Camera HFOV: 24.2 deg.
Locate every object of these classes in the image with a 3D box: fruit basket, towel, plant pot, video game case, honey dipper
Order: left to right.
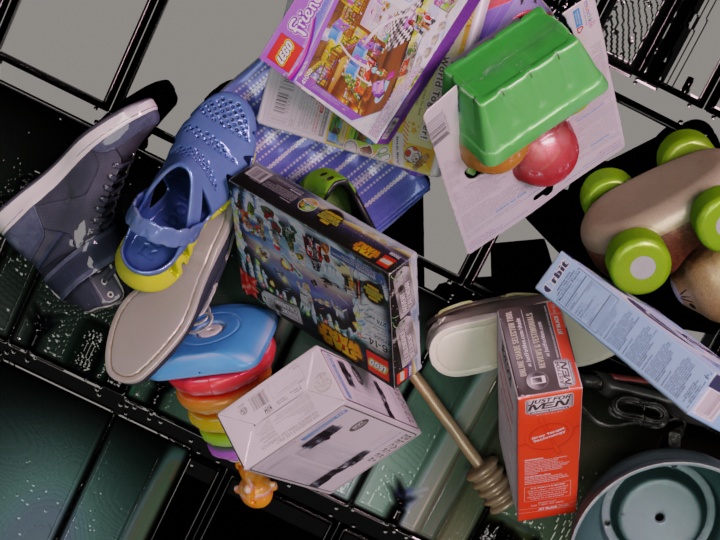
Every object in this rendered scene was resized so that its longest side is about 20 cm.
[{"bbox_3d":[-0.047,-0.108,1.572,0.145,0.024,0.200,-39,99,11],"label":"towel"},{"bbox_3d":[0.014,-0.204,1.505,0.181,0.023,0.201,18,98,18],"label":"video game case"},{"bbox_3d":[0.087,0.146,1.626,0.038,0.038,0.201,-33,97,11],"label":"honey dipper"},{"bbox_3d":[0.145,-0.127,1.479,0.185,0.200,0.094,-35,57,-8],"label":"fruit basket"},{"bbox_3d":[0.290,0.252,1.590,0.199,0.134,0.202,1,105,2],"label":"plant pot"}]

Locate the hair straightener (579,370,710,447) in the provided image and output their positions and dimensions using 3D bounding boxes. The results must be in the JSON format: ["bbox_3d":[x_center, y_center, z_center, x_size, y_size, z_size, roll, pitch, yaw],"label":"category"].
[{"bbox_3d":[0.286,0.126,1.574,0.199,0.077,0.041,13,125,-9],"label":"hair straightener"}]

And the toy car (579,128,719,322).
[{"bbox_3d":[0.304,0.002,1.522,0.157,0.165,0.201,-27,114,9],"label":"toy car"}]

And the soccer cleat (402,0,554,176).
[{"bbox_3d":[0.101,-0.167,1.514,0.067,0.076,0.201,20,105,-47],"label":"soccer cleat"}]

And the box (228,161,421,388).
[{"bbox_3d":[-0.032,0.003,1.498,0.200,0.040,0.137,30,142,33],"label":"box"}]

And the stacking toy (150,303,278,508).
[{"bbox_3d":[-0.118,0.142,1.609,0.115,0.110,0.201,-8,115,15],"label":"stacking toy"}]

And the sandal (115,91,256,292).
[{"bbox_3d":[-0.153,-0.077,1.504,0.079,0.087,0.201,24,71,6],"label":"sandal"}]

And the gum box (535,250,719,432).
[{"bbox_3d":[0.266,0.074,1.444,0.170,0.200,0.045,27,102,-46],"label":"gum box"}]

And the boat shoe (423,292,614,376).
[{"bbox_3d":[0.159,0.053,1.579,0.200,0.060,0.073,-7,113,-6],"label":"boat shoe"}]

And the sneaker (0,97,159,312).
[{"bbox_3d":[-0.229,-0.053,1.560,0.202,0.077,0.146,-39,89,21],"label":"sneaker"}]

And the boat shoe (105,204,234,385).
[{"bbox_3d":[-0.171,0.022,1.548,0.074,0.062,0.201,15,68,16],"label":"boat shoe"}]

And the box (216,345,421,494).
[{"bbox_3d":[-0.033,0.141,1.546,0.116,0.200,0.060,-34,67,10],"label":"box"}]

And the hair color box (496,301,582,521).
[{"bbox_3d":[0.162,0.131,1.532,0.061,0.102,0.201,-9,141,-1],"label":"hair color box"}]

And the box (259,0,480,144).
[{"bbox_3d":[0.020,-0.231,1.469,0.137,0.039,0.201,37,104,13],"label":"box"}]

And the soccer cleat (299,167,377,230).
[{"bbox_3d":[0.000,0.000,1.540,0.067,0.081,0.201,-30,107,-15],"label":"soccer cleat"}]
